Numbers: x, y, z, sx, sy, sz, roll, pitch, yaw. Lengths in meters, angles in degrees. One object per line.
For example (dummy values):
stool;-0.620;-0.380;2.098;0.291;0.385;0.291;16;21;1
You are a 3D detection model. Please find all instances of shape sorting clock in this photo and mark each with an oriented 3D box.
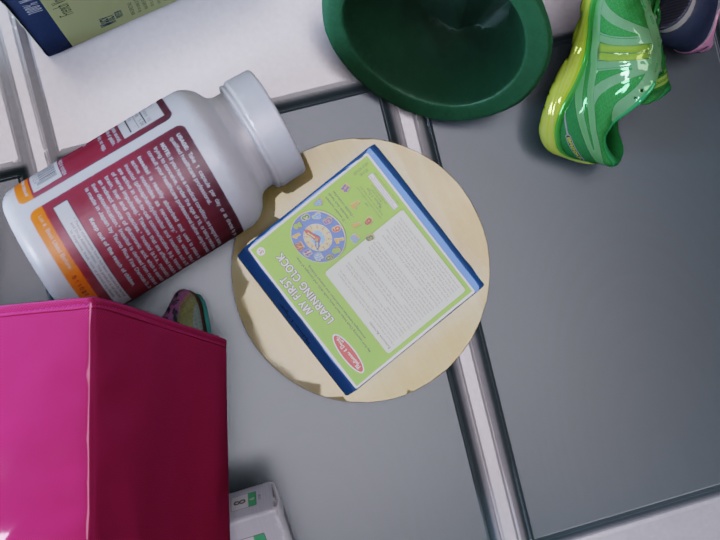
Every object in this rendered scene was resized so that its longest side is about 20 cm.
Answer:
shape sorting clock;0.000;0.000;0.888;0.198;0.039;0.202;0;88;-2

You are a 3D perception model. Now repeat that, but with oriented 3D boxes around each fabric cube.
fabric cube;-0.205;0.137;0.725;0.198;0.196;0.202;-5;79;15

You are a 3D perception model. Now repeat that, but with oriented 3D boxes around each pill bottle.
pill bottle;-0.144;-0.057;0.835;0.199;0.113;0.114;-31;93;-6

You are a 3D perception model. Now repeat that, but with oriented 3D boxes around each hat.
hat;0.083;-0.231;0.898;0.199;0.165;0.177;35;49;-21

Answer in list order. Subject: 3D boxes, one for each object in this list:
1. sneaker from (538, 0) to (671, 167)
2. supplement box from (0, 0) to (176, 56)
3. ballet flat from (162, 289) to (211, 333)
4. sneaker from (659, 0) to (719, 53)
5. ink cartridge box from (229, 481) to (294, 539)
sneaker;0.199;-0.167;0.857;0.083;0.074;0.201;27;129;16
supplement box;-0.167;-0.264;0.791;0.198;0.200;0.135;-25;91;-5
ballet flat;-0.139;0.117;0.854;0.071;0.069;0.202;-7;93;-27
sneaker;0.259;-0.268;0.918;0.082;0.070;0.202;25;74;-47
ink cartridge box;-0.132;0.258;0.837;0.198;0.050;0.162;-17;109;-4
